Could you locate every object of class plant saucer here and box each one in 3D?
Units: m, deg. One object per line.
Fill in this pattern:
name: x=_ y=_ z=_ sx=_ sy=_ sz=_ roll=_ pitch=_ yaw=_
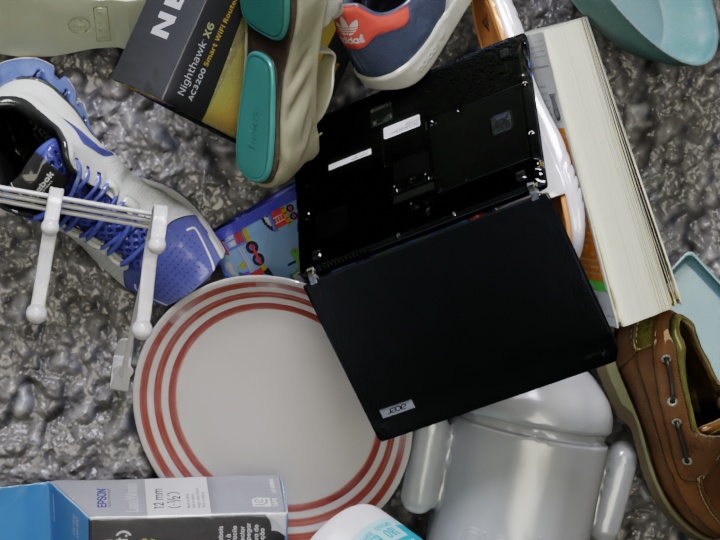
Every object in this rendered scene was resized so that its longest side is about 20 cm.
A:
plant saucer: x=0.280 y=0.079 z=1.455 sx=0.070 sy=0.019 sz=0.200 roll=-45 pitch=99 yaw=-3
plant saucer: x=0.169 y=-0.217 z=1.355 sx=0.036 sy=0.200 sz=0.200 roll=-31 pitch=99 yaw=30

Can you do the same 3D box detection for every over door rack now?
over door rack: x=-0.208 y=0.020 z=1.299 sx=0.147 sy=0.200 sz=0.067 roll=11 pitch=55 yaw=-8

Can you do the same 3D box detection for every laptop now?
laptop: x=0.058 y=-0.022 z=1.299 sx=0.176 sy=0.201 sz=0.103 roll=-21 pitch=141 yaw=21

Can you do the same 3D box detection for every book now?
book: x=0.146 y=-0.067 z=1.370 sx=0.048 sy=0.134 sz=0.201 roll=-19 pitch=97 yaw=-11

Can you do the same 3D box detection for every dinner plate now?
dinner plate: x=-0.059 y=0.096 z=1.380 sx=0.199 sy=0.024 sz=0.201 roll=5 pitch=110 yaw=14

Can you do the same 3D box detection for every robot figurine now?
robot figurine: x=0.111 y=0.142 z=1.388 sx=0.169 sy=0.113 sz=0.201 roll=10 pitch=93 yaw=-20

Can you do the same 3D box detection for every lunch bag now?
lunch bag: x=0.000 y=0.000 z=1.389 sx=0.199 sy=0.094 sz=0.151 roll=-29 pitch=96 yaw=10

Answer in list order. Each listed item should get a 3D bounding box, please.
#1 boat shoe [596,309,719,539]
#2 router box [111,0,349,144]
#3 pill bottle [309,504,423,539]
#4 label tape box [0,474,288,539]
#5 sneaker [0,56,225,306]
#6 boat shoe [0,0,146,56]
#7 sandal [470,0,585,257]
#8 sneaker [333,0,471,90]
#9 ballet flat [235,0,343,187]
boat shoe: x=0.230 y=0.112 z=1.393 sx=0.068 sy=0.072 sz=0.200 roll=-13 pitch=125 yaw=33
router box: x=-0.060 y=-0.185 z=1.330 sx=0.052 sy=0.157 sz=0.201 roll=24 pitch=91 yaw=36
pill bottle: x=0.048 y=0.249 z=1.310 sx=0.200 sy=0.111 sz=0.111 roll=33 pitch=89 yaw=24
label tape box: x=-0.150 y=0.218 z=1.366 sx=0.199 sy=0.066 sz=0.144 roll=-1 pitch=111 yaw=-9
sneaker: x=-0.188 y=-0.047 z=1.327 sx=0.081 sy=0.115 sz=0.199 roll=-42 pitch=99 yaw=16
boat shoe: x=-0.192 y=-0.189 z=1.355 sx=0.199 sy=0.071 sz=0.063 roll=1 pitch=51 yaw=-5
sandal: x=0.093 y=-0.093 z=1.338 sx=0.059 sy=0.079 sz=0.208 roll=-16 pitch=75 yaw=-10
sneaker: x=0.041 y=-0.218 z=1.327 sx=0.085 sy=0.075 sz=0.201 roll=51 pitch=53 yaw=-40
ballet flat: x=-0.043 y=-0.148 z=1.269 sx=0.069 sy=0.070 sz=0.201 roll=2 pitch=122 yaw=-8
